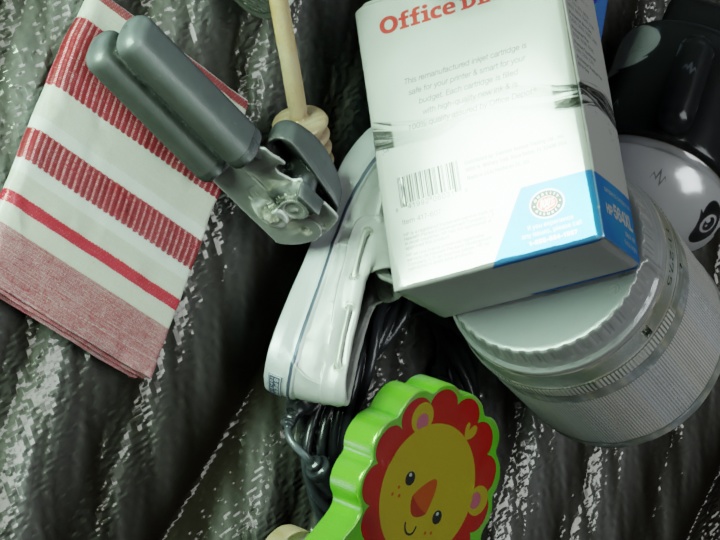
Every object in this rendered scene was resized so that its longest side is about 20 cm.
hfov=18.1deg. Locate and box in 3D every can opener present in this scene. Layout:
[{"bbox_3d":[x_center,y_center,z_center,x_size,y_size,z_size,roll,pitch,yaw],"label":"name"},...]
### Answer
[{"bbox_3d":[-0.085,-0.091,1.408,0.200,0.053,0.067,46,42,-30],"label":"can opener"}]

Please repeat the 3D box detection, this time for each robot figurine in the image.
[{"bbox_3d":[0.238,-0.106,1.703,0.150,0.124,0.201,41,61,-37],"label":"robot figurine"}]

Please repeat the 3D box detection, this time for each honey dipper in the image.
[{"bbox_3d":[-0.045,-0.141,1.434,0.038,0.038,0.201,-42,139,-37],"label":"honey dipper"}]

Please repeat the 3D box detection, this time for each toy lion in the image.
[{"bbox_3d":[0.031,0.178,1.500,0.192,0.069,0.200,-48,133,-27],"label":"toy lion"}]

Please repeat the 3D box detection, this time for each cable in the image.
[{"bbox_3d":[0.032,0.096,1.547,0.200,0.051,0.163,-54,125,-31],"label":"cable"}]

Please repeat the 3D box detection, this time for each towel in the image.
[{"bbox_3d":[-0.152,-0.052,1.387,0.144,0.023,0.201,36,63,-37],"label":"towel"}]

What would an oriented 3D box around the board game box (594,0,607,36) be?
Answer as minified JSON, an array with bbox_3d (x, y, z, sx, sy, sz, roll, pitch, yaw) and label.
[{"bbox_3d":[0.106,-0.160,1.606,0.152,0.045,0.201,3,98,-45],"label":"board game box"}]

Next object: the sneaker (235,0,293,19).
[{"bbox_3d":[-0.054,-0.275,1.439,0.121,0.083,0.201,-40,125,-32],"label":"sneaker"}]

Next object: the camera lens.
[{"bbox_3d":[0.157,0.024,1.569,0.200,0.159,0.161,42,60,-57],"label":"camera lens"}]

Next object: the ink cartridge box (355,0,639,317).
[{"bbox_3d":[0.088,-0.088,1.464,0.084,0.145,0.201,28,51,-61],"label":"ink cartridge box"}]

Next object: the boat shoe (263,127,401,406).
[{"bbox_3d":[0.000,0.000,1.488,0.074,0.065,0.201,75,34,-67],"label":"boat shoe"}]
